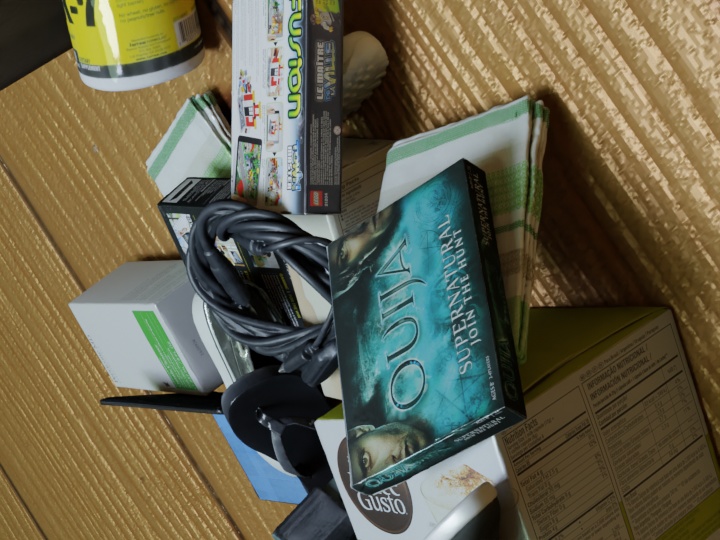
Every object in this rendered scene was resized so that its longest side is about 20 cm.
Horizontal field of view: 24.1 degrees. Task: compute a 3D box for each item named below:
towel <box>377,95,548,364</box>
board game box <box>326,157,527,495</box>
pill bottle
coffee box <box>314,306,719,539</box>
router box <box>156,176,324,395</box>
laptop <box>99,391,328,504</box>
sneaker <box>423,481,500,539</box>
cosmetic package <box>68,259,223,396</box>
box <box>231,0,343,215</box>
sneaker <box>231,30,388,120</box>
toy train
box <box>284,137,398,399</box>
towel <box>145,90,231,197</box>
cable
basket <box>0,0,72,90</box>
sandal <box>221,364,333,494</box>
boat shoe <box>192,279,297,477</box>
[{"bbox_3d":[0.068,-0.015,1.204,0.149,0.031,0.201,-17,57,41],"label":"towel"},{"bbox_3d":[0.040,0.038,1.147,0.135,0.028,0.201,-32,48,31],"label":"board game box"},{"bbox_3d":[-0.206,-0.265,1.441,0.114,0.114,0.201,16,125,45],"label":"pill bottle"},{"bbox_3d":[0.123,0.154,1.238,0.199,0.199,0.199,-4,110,52],"label":"coffee box"},{"bbox_3d":[-0.078,0.015,1.482,0.149,0.051,0.201,5,128,41],"label":"router box"},{"bbox_3d":[-0.111,0.175,1.589,0.187,0.199,0.117,-2,89,47],"label":"laptop"},{"bbox_3d":[0.082,0.220,1.107,0.099,0.071,0.201,42,145,22],"label":"sneaker"},{"bbox_3d":[-0.190,0.054,1.645,0.200,0.085,0.108,-4,119,57],"label":"cosmetic package"},{"bbox_3d":[-0.057,-0.143,1.289,0.110,0.035,0.202,5,95,54],"label":"box"},{"bbox_3d":[-0.050,-0.150,1.364,0.200,0.076,0.081,-35,75,53],"label":"sneaker"},{"bbox_3d":[0.017,0.187,1.352,0.085,0.200,0.114,38,167,33],"label":"toy train"},{"bbox_3d":[0.000,0.000,1.382,0.077,0.095,0.201,7,117,49],"label":"box"},{"bbox_3d":[-0.114,-0.052,1.551,0.200,0.031,0.149,54,146,6],"label":"towel"},{"bbox_3d":[-0.065,0.006,1.321,0.163,0.051,0.200,43,152,6],"label":"cable"},{"bbox_3d":[-0.327,-0.245,1.530,0.180,0.199,0.136,45,141,20],"label":"basket"},{"bbox_3d":[-0.043,0.147,1.430,0.200,0.076,0.043,48,180,-41],"label":"sandal"},{"bbox_3d":[-0.075,0.096,1.453,0.063,0.071,0.201,-7,120,48],"label":"boat shoe"}]
